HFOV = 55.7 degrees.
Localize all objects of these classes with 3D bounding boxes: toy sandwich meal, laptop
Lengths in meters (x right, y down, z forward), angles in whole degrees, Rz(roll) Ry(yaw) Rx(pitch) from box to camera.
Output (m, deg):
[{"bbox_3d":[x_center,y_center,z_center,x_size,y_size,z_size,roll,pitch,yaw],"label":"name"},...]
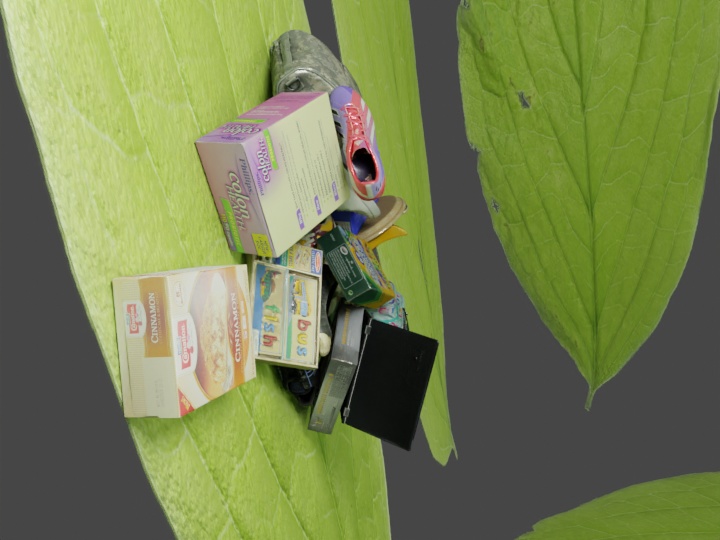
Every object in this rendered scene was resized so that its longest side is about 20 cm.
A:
[{"bbox_3d":[0.016,-0.078,1.420,0.070,0.204,0.206,58,26,-22],"label":"toy sandwich meal"},{"bbox_3d":[0.042,0.183,1.195,0.200,0.115,0.189,-143,-112,-84],"label":"laptop"}]

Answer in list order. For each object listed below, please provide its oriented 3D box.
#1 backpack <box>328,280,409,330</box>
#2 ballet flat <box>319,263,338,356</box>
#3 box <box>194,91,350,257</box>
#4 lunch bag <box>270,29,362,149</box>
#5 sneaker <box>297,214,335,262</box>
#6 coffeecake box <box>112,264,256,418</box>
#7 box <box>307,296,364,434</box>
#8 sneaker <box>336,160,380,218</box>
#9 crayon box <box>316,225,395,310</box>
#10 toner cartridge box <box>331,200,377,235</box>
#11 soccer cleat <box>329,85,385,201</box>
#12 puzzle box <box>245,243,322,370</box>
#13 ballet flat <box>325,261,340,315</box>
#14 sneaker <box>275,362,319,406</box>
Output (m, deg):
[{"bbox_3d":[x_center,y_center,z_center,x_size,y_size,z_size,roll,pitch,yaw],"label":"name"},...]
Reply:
[{"bbox_3d":[0.014,0.101,1.428,0.200,0.176,0.152,-69,155,-70],"label":"backpack"},{"bbox_3d":[-0.059,0.065,1.217,0.067,0.056,0.201,97,-5,-49],"label":"ballet flat"},{"bbox_3d":[-0.122,-0.148,1.018,0.200,0.096,0.177,-45,132,-42],"label":"box"},{"bbox_3d":[-0.086,-0.316,1.192,0.168,0.139,0.201,53,16,-36],"label":"lunch bag"},{"bbox_3d":[-0.099,-0.036,1.221,0.201,0.074,0.091,-69,150,-46],"label":"sneaker"},{"bbox_3d":[-0.204,0.076,0.822,0.200,0.072,0.155,-15,102,-74],"label":"coffeecake box"},{"bbox_3d":[-0.046,0.175,1.248,0.159,0.048,0.201,-82,-172,-50],"label":"box"},{"bbox_3d":[-0.034,-0.136,1.229,0.073,0.085,0.200,55,9,33],"label":"sneaker"},{"bbox_3d":[0.000,0.000,1.240,0.126,0.051,0.200,62,11,14],"label":"crayon box"},{"bbox_3d":[-0.005,-0.157,1.382,0.200,0.043,0.096,-60,149,-50],"label":"toner cartridge box"},{"bbox_3d":[-0.005,-0.205,1.061,0.076,0.066,0.201,76,0,-78],"label":"soccer cleat"},{"bbox_3d":[-0.122,0.051,1.079,0.132,0.025,0.202,14,67,-36],"label":"puzzle box"},{"bbox_3d":[-0.073,0.048,1.333,0.201,0.063,0.076,-77,158,-48],"label":"ballet flat"},{"bbox_3d":[-0.109,0.158,1.155,0.200,0.070,0.078,68,16,-52],"label":"sneaker"}]
